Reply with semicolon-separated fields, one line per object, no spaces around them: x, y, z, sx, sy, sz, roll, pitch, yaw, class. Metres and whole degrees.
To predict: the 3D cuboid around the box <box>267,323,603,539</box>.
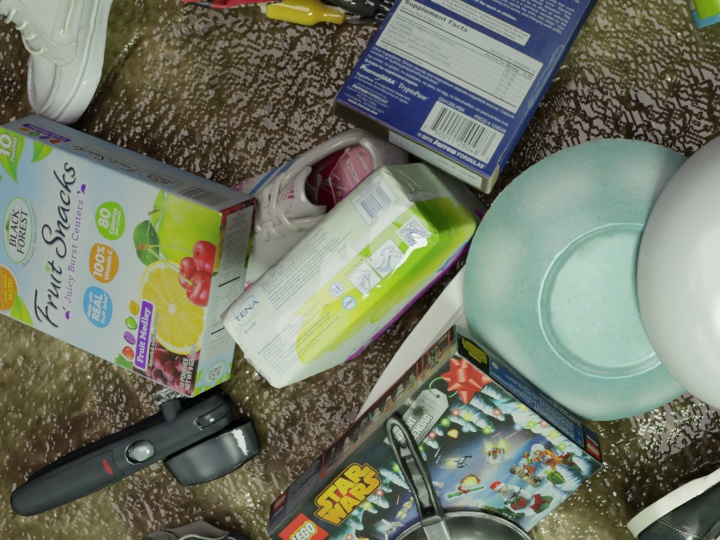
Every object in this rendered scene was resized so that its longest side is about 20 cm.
0.049;0.148;1.197;0.136;0.040;0.200;37;114;-17;box

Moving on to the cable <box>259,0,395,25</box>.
0.016;-0.191;1.235;0.199;0.050;0.098;29;83;-2;cable

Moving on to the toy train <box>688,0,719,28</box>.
0.209;-0.210;1.093;0.084;0.200;0.117;-24;93;14;toy train

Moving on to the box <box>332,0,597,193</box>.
0.081;-0.163;1.184;0.120;0.032;0.201;27;72;10;box

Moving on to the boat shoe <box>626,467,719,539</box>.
0.276;0.149;1.162;0.199;0.072;0.068;-35;69;22;boat shoe

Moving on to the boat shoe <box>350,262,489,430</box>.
0.061;0.072;1.223;0.068;0.072;0.201;37;93;8;boat shoe

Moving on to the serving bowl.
0.281;0.005;1.119;0.198;0.066;0.203;-2;101;-11;serving bowl

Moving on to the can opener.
-0.174;0.138;1.284;0.198;0.063;0.079;-21;89;14;can opener

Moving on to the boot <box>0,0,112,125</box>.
-0.228;-0.186;1.224;0.074;0.095;0.201;49;133;35;boot

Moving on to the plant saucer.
0.169;0.015;1.162;0.198;0.039;0.203;-1;110;-4;plant saucer

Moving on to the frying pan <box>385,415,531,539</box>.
0.071;0.183;1.179;0.113;0.031;0.192;1;123;-1;frying pan

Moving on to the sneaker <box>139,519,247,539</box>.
-0.142;0.275;1.272;0.202;0.077;0.146;-41;95;4;sneaker

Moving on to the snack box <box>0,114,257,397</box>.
-0.177;-0.012;1.245;0.198;0.053;0.144;22;113;24;snack box

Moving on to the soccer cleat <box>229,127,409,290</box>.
-0.058;-0.043;1.229;0.199;0.086;0.070;-31;86;15;soccer cleat

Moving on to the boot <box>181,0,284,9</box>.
-0.117;-0.264;1.211;0.198;0.073;0.152;5;77;16;boot

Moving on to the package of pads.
0.000;0.000;1.159;0.154;0.200;0.068;-43;82;13;package of pads
